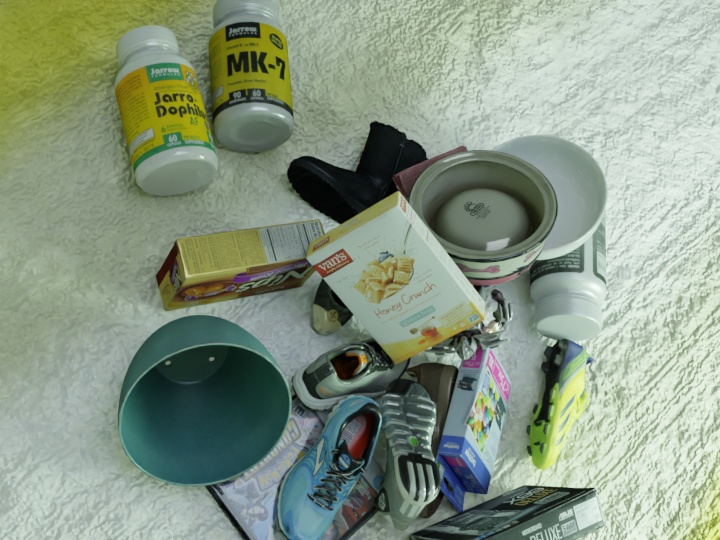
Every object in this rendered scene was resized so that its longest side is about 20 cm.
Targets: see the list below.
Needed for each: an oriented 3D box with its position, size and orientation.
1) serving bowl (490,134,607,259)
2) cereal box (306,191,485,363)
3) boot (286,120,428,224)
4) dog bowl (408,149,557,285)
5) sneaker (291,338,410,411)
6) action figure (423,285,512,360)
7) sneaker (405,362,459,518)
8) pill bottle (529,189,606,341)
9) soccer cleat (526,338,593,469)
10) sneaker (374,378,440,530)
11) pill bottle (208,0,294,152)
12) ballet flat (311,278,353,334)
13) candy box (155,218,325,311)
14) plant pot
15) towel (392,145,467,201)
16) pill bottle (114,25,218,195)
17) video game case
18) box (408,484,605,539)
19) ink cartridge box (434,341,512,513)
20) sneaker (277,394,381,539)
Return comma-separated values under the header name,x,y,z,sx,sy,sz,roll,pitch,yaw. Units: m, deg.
name,x,y,z,sx,sy,sz,roll,pitch,yaw
serving bowl,0.253,-0.095,1.500,0.196,0.066,0.203,-5,57,7
cereal box,0.046,0.013,1.309,0.200,0.143,0.040,49,28,-25
boot,0.004,-0.145,1.495,0.197,0.073,0.164,34,60,-16
dog bowl,0.162,-0.066,1.401,0.196,0.074,0.203,-2,50,3
sneaker,0.004,0.126,1.360,0.199,0.079,0.075,-16,69,-47
action figure,0.140,0.043,1.408,0.128,0.070,0.202,0,45,9
sneaker,0.082,0.222,1.382,0.074,0.070,0.203,4,70,24
pill bottle,0.307,-0.007,1.549,0.112,0.114,0.203,15,63,-18
soccer cleat,0.290,0.192,1.484,0.083,0.065,0.203,27,59,-14
sneaker,0.046,0.237,1.311,0.074,0.117,0.201,15,35,-11
pill bottle,-0.154,-0.279,1.457,0.112,0.114,0.203,3,67,-23
ballet flat,0.000,0.000,1.413,0.066,0.057,0.201,39,80,-20
candy box,-0.151,-0.007,1.337,0.197,0.117,0.057,-8,71,-28
plant pot,-0.192,0.131,1.234,0.197,0.203,0.135,5,29,-23
towel,0.129,-0.064,1.509,0.143,0.023,0.203,-24,101,-35
pill bottle,-0.261,-0.212,1.378,0.111,0.113,0.203,-7,71,-27
video game case,-0.074,0.265,1.306,0.199,0.025,0.182,-36,86,-32
box,0.183,0.327,1.317,0.197,0.157,0.051,-16,89,-28
ink cartridge box,0.151,0.209,1.389,0.120,0.041,0.202,56,46,-47
sneaker,-0.035,0.237,1.260,0.078,0.090,0.202,30,73,-9
